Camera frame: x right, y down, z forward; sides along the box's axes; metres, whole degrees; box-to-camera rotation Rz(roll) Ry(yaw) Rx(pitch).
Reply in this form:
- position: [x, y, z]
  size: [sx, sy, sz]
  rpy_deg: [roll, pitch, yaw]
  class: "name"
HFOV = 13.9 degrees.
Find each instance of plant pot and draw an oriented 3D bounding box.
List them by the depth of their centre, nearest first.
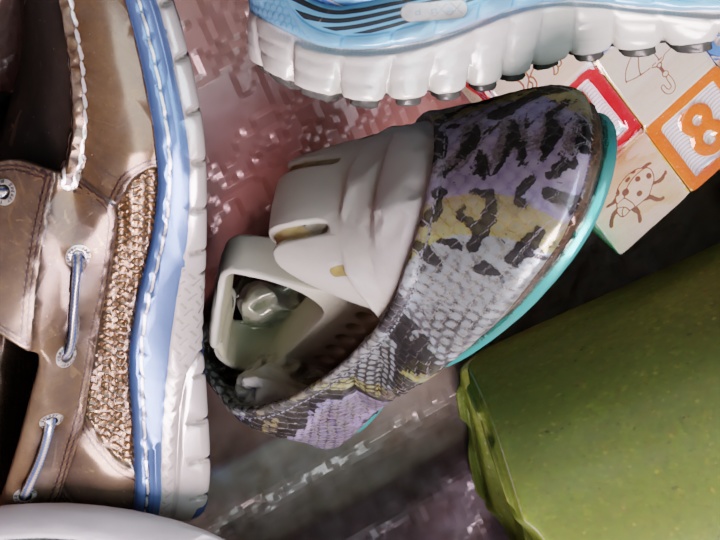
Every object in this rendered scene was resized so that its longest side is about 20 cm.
- position: [0.134, 0.060, 0.892]
  size: [0.190, 0.200, 0.200]
  rpy_deg: [-14, 118, -4]
  class: "plant pot"

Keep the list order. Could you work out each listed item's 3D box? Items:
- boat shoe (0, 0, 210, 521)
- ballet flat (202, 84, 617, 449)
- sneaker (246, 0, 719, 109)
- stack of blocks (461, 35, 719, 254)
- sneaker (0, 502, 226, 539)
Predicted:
- position: [-0.084, -0.010, 0.815]
  size: [0.072, 0.072, 0.200]
  rpy_deg: [-12, 117, -17]
  class: "boat shoe"
- position: [0.000, 0.000, 0.806]
  size: [0.072, 0.200, 0.072]
  rpy_deg: [8, 67, -19]
  class: "ballet flat"
- position: [0.065, -0.105, 0.768]
  size: [0.200, 0.078, 0.090]
  rpy_deg: [-14, 112, -19]
  class: "sneaker"
- position: [0.108, -0.117, 0.859]
  size: [0.200, 0.059, 0.115]
  rpy_deg: [-42, 122, -2]
  class: "stack of blocks"
- position: [-0.042, 0.139, 0.834]
  size: [0.200, 0.099, 0.071]
  rpy_deg: [24, 139, -8]
  class: "sneaker"
